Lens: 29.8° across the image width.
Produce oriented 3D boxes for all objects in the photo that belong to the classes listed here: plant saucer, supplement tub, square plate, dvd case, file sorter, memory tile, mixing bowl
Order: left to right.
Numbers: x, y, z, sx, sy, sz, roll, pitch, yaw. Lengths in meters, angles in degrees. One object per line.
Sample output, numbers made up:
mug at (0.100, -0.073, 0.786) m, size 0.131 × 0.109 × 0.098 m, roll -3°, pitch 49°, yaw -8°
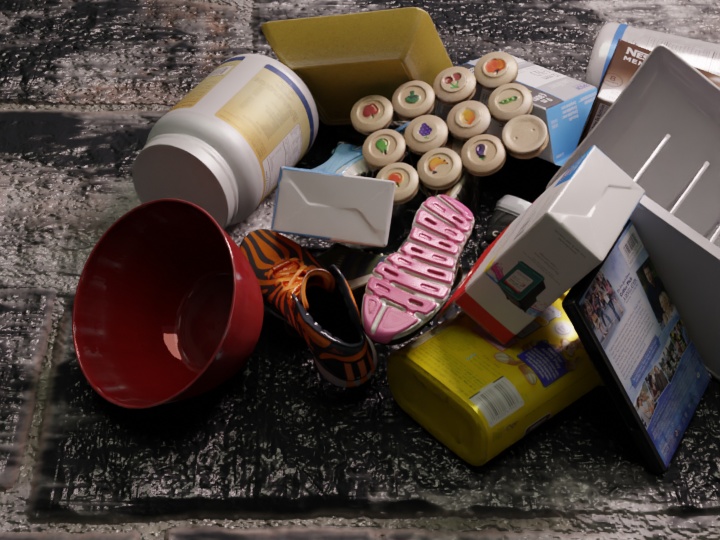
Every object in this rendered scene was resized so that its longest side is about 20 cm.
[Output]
mixing bowl at (-0.168, 0.040, 1.300) m, size 0.200 × 0.200 × 0.108 m, roll 37°, pitch 9°, yaw 34°
supplement tub at (-0.151, -0.139, 1.520) m, size 0.144 × 0.145 × 0.200 m, roll 19°, pitch 43°, yaw 19°
plant saucer at (0.005, -0.227, 1.591) m, size 0.200 × 0.200 × 0.049 m, roll -2°, pitch 66°, yaw 19°
memory tile at (0.096, -0.160, 1.500) m, size 0.200 × 0.017 × 0.154 m, roll -19°, pitch 59°, yaw 3°
dvd case at (0.262, 0.069, 1.269) m, size 0.018 × 0.200 × 0.143 m, roll -12°, pitch 27°, yaw 42°
supplement tub at (0.379, -0.220, 1.650) m, size 0.200 × 0.132 × 0.132 m, roll 15°, pitch 42°, yaw 14°
square plate at (0.332, -0.103, 1.428) m, size 0.200 × 0.198 × 0.028 m, roll 37°, pitch 20°, yaw 1°
file sorter at (0.334, -0.018, 1.346) m, size 0.200 × 0.139 × 0.125 m, roll 36°, pitch 53°, yaw 7°

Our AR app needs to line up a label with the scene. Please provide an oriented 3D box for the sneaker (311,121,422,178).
sneaker at (0.008, -0.132, 1.573) m, size 0.090 × 0.079 × 0.200 m, roll 31°, pitch 48°, yaw 34°

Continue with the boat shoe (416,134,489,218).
boat shoe at (0.101, -0.103, 1.552) m, size 0.074 × 0.076 × 0.200 m, roll 8°, pitch 32°, yaw 15°

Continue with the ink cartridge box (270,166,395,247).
ink cartridge box at (-0.025, -0.065, 1.399) m, size 0.115 × 0.068 × 0.200 m, roll 8°, pitch 2°, yaw 0°

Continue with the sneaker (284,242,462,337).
sneaker at (0.000, 0.000, 1.419) m, size 0.200 × 0.067 × 0.090 m, roll -16°, pitch 49°, yaw -16°

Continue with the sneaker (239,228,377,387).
sneaker at (-0.051, 0.013, 1.301) m, size 0.078 × 0.112 × 0.200 m, roll -37°, pitch 64°, yaw -15°

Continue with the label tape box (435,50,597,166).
label tape box at (0.209, -0.186, 1.576) m, size 0.200 × 0.066 × 0.143 m, roll 23°, pitch 28°, yaw 26°

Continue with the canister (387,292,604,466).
canister at (0.143, 0.088, 1.310) m, size 0.200 × 0.087 × 0.148 m, roll -29°, pitch 48°, yaw -30°

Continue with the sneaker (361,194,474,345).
sneaker at (0.053, 0.015, 1.309) m, size 0.074 × 0.088 × 0.200 m, roll 22°, pitch 44°, yaw 8°

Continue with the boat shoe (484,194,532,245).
boat shoe at (0.228, -0.015, 1.460) m, size 0.200 × 0.069 × 0.057 m, roll 27°, pitch 80°, yaw 17°

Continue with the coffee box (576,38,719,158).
coffee box at (0.355, -0.161, 1.492) m, size 0.200 × 0.080 × 0.114 m, roll 22°, pitch 49°, yaw 7°

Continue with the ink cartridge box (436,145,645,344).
ink cartridge box at (0.163, -0.012, 1.257) m, size 0.067 × 0.200 × 0.116 m, roll 41°, pitch 49°, yaw -1°
